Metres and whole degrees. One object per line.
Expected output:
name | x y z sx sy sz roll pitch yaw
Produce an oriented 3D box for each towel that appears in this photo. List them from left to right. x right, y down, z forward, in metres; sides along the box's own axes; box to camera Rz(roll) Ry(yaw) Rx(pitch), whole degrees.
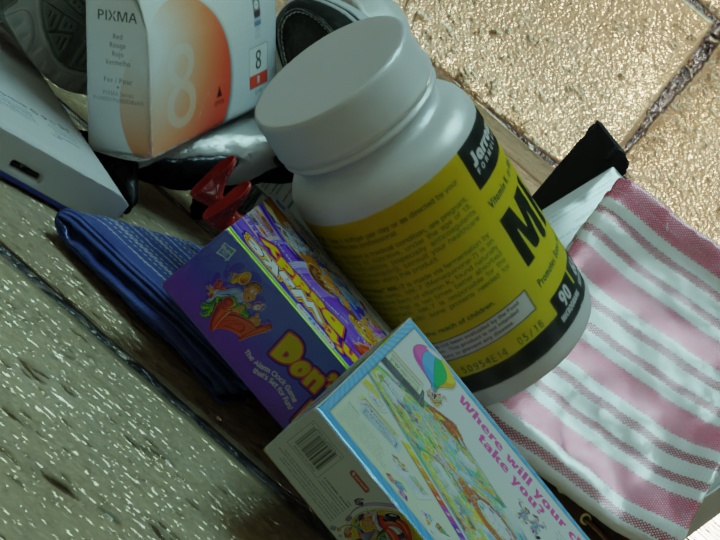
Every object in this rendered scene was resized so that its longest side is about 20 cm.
towel | -0.076 0.027 1.132 0.145 0.024 0.200 42 9 20
towel | 0.163 0.051 1.204 0.146 0.200 0.030 33 -30 7

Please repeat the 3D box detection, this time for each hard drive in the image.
hard drive | -0.217 -0.107 1.169 0.132 0.025 0.200 31 14 -41

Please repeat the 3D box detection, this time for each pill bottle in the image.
pill bottle | 0.033 -0.031 1.136 0.200 0.114 0.114 55 3 -27

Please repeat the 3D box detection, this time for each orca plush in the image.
orca plush | -0.088 -0.056 1.288 0.105 0.071 0.200 24 26 23

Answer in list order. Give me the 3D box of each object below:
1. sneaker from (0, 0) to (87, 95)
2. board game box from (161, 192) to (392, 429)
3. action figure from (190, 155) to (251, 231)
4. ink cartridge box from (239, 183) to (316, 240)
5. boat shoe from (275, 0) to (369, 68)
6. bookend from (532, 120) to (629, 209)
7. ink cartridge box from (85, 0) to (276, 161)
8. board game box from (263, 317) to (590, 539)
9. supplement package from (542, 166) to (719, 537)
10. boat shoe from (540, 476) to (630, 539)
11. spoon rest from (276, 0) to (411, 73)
sneaker | -0.203 -0.178 1.240 0.200 0.078 0.099 36 8 -29
board game box | -0.007 0.058 1.057 0.200 0.045 0.134 50 12 -3
action figure | 0.000 0.000 1.241 0.200 0.099 0.065 50 5 -29
ink cartridge box | -0.035 -0.069 1.483 0.200 0.083 0.147 46 13 25
boat shoe | -0.006 -0.098 1.260 0.071 0.072 0.200 7 41 -48
bookend | 0.186 0.035 1.499 0.199 0.200 0.092 36 11 -13
ink cartridge box | -0.100 -0.180 1.217 0.050 0.201 0.162 13 23 22
board game box | 0.054 0.126 0.937 0.200 0.034 0.134 51 25 0
supplement package | 0.166 0.059 1.284 0.200 0.109 0.114 51 -25 18
boat shoe | 0.140 0.153 1.213 0.200 0.070 0.070 39 9 -10
spoon rest | -0.058 -0.127 1.400 0.099 0.200 0.061 57 -9 33
